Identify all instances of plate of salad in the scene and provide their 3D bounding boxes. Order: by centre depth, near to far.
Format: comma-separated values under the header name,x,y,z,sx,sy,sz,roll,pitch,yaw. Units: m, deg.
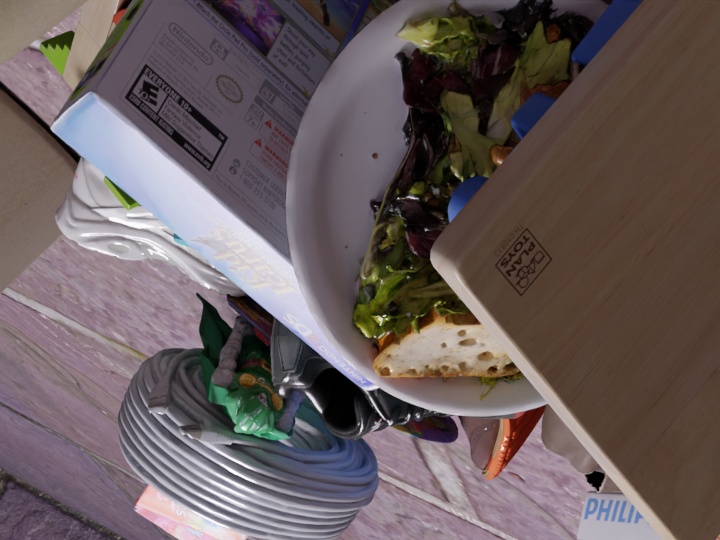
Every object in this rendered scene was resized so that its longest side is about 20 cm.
name,x,y,z,sx,sy,sz,roll,pitch,yaw
plate of salad,0.065,-0.030,0.690,0.200,0.201,0.048,39,179,-18

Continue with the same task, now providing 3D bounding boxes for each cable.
name,x,y,z,sx,sy,sz,roll,pitch,yaw
cable,-0.082,0.128,1.137,0.198,0.070,0.200,25,-170,-16

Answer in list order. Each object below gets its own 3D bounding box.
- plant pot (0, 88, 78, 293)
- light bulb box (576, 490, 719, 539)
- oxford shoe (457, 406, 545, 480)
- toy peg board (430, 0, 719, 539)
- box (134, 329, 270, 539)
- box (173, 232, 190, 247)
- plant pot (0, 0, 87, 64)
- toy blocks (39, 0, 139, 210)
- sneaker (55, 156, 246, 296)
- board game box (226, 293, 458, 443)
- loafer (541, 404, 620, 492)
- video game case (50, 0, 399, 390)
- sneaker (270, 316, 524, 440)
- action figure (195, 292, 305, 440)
name,x,y,z,sx,sy,sz,roll,pitch,yaw
plant pot,-0.376,-0.079,1.287,0.199,0.200,0.178,11,140,46
light bulb box,0.269,0.237,1.033,0.198,0.126,0.198,22,165,-23
oxford shoe,0.095,0.084,1.111,0.072,0.071,0.201,31,150,17
toy peg board,0.125,-0.029,0.627,0.199,0.200,0.098,47,170,-35
box,-0.103,0.140,1.321,0.094,0.200,0.103,35,120,-5
box,-0.006,-0.032,0.853,0.199,0.083,0.049,16,176,-44
plant pot,-0.199,-0.177,0.752,0.186,0.201,0.188,28,159,12
toy blocks,-0.096,-0.112,0.893,0.200,0.100,0.137,49,141,14
sneaker,-0.114,-0.046,1.109,0.198,0.100,0.078,15,-159,-11
board game box,-0.004,0.051,1.125,0.199,0.039,0.157,38,-169,30
loafer,0.150,0.100,0.994,0.200,0.071,0.073,51,-169,-51
video game case,-0.027,-0.074,0.750,0.200,0.182,0.045,41,140,-21
sneaker,0.024,0.067,0.955,0.199,0.099,0.071,23,151,-27
action figure,-0.072,0.072,1.099,0.117,0.055,0.200,33,-166,-10
